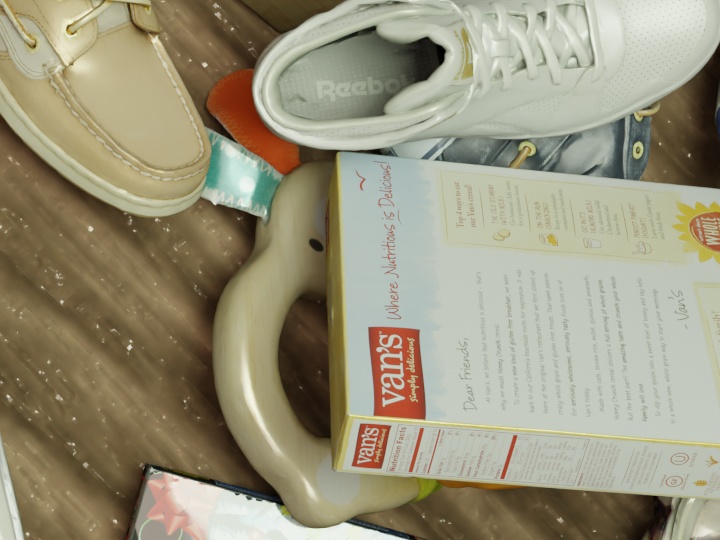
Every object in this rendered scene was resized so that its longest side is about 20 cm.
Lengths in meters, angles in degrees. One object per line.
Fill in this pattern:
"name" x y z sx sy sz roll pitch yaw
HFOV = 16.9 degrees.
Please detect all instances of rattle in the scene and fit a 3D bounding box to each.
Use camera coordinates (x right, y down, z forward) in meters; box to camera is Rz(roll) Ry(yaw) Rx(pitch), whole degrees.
"rattle" 0.000 0.000 0.997 0.130 0.143 0.201 -14 88 -17

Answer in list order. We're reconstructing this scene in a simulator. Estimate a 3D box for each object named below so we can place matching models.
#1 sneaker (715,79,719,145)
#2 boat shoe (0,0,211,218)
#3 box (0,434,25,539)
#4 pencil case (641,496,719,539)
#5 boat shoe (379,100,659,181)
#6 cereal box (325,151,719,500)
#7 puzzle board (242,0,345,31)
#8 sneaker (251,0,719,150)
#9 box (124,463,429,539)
"sneaker" 0.183 -0.139 1.019 0.080 0.115 0.200 3 66 28
"boat shoe" -0.124 -0.113 0.992 0.074 0.069 0.200 -29 77 -44
"box" -0.195 0.069 0.940 0.109 0.200 0.128 -14 90 -9
"pencil case" 0.131 0.183 1.042 0.089 0.078 0.201 27 85 -51
"boat shoe" 0.108 -0.089 1.056 0.200 0.071 0.091 -44 95 1
"cereal box" 0.086 0.022 0.953 0.199 0.040 0.144 5 46 -7
"puzzle board" -0.070 -0.173 0.968 0.200 0.151 0.017 38 70 -20
"sneaker" 0.053 -0.082 0.962 0.199 0.116 0.074 -12 95 2
"box" -0.053 0.197 1.039 0.136 0.040 0.201 15 87 -7
